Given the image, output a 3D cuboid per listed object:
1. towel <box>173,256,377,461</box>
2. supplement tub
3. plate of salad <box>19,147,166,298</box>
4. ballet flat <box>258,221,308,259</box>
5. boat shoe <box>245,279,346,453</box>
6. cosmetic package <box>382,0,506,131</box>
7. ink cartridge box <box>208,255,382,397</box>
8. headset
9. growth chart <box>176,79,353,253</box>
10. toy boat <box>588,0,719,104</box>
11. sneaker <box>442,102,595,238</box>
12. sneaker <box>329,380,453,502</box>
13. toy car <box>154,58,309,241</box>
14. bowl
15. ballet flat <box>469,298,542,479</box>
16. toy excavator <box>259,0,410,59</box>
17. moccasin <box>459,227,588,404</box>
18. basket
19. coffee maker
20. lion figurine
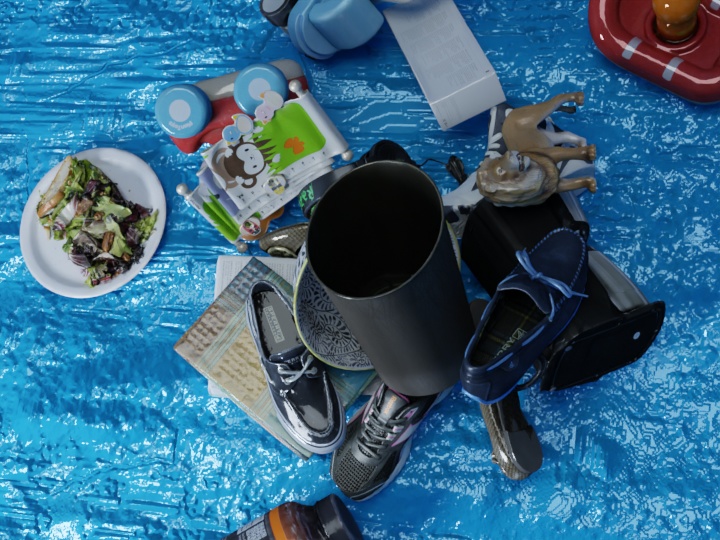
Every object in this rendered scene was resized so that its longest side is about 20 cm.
[{"bbox_3d":[-0.090,0.097,1.321,0.200,0.022,0.147,38,75,11],"label":"towel"},{"bbox_3d":[-0.096,0.316,1.247,0.200,0.107,0.107,-30,67,4],"label":"supplement tub"},{"bbox_3d":[-0.339,-0.064,1.468,0.200,0.048,0.200,-4,71,13],"label":"plate of salad"},{"bbox_3d":[-0.020,-0.033,1.367,0.200,0.067,0.046,-6,79,8],"label":"ballet flat"},{"bbox_3d":[-0.072,0.101,1.273,0.072,0.068,0.200,-20,73,-7],"label":"boat shoe"},{"bbox_3d":[0.096,-0.253,1.377,0.083,0.051,0.200,-27,46,7],"label":"cosmetic package"},{"bbox_3d":[-0.071,0.068,1.365,0.200,0.050,0.161,3,72,-3],"label":"ink cartridge box"},{"bbox_3d":[0.030,-0.090,1.347,0.200,0.124,0.094,-18,78,-18],"label":"headset"},{"bbox_3d":[-0.109,-0.118,1.330,0.200,0.145,0.018,-38,39,15],"label":"growth chart"},{"bbox_3d":[0.349,-0.281,1.310,0.200,0.131,0.131,31,82,22],"label":"toy boat"},{"bbox_3d":[0.150,-0.122,1.330,0.199,0.080,0.130,-24,60,-7],"label":"sneaker"},{"bbox_3d":[0.030,0.153,1.272,0.080,0.086,0.200,30,82,15],"label":"sneaker"},{"bbox_3d":[-0.131,-0.138,1.399,0.177,0.184,0.200,-13,100,6],"label":"toy car"},{"bbox_3d":[0.000,0.000,1.286,0.201,0.201,0.094,-46,37,-3],"label":"bowl"},{"bbox_3d":[0.145,0.128,1.267,0.046,0.067,0.200,-37,62,47],"label":"ballet flat"},{"bbox_3d":[0.010,-0.329,1.402,0.200,0.100,0.195,30,84,41],"label":"toy excavator"},{"bbox_3d":[0.162,0.036,1.116,0.080,0.068,0.200,20,65,23],"label":"moccasin"},{"bbox_3d":[0.041,0.022,1.175,0.136,0.200,0.180,-12,46,12],"label":"basket"},{"bbox_3d":[0.188,0.012,1.228,0.200,0.192,0.135,58,133,33],"label":"coffee maker"},{"bbox_3d":[0.182,-0.128,1.246,0.122,0.073,0.200,-3,29,6],"label":"lion figurine"}]
